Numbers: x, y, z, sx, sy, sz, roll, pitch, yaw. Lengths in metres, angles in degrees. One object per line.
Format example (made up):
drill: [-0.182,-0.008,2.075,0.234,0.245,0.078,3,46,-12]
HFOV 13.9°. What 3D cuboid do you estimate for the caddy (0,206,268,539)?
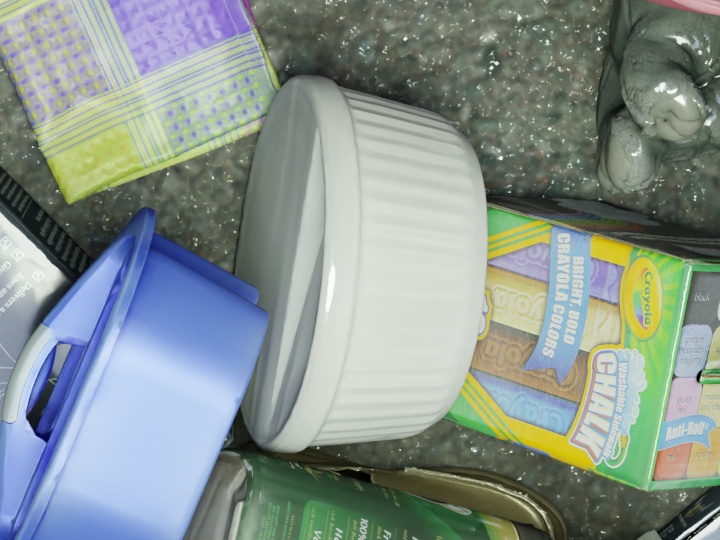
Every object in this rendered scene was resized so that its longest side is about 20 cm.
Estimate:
caddy: [-0.126,0.068,1.483,0.105,0.141,0.200,22,96,-9]

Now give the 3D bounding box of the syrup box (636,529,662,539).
syrup box: [0.105,0.238,1.607,0.200,0.081,0.079,-36,98,7]

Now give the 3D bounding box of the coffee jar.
coffee jar: [0.005,0.156,1.550,0.200,0.104,0.086,16,80,-22]

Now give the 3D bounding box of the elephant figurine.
elephant figurine: [0.232,-0.092,1.589,0.199,0.142,0.155,6,124,-2]

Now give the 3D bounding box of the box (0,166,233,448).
box: [-0.188,0.063,1.604,0.148,0.107,0.200,-43,97,4]

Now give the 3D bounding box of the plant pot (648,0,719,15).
plant pot: [0.156,-0.235,1.480,0.199,0.179,0.201,-5,104,-23]

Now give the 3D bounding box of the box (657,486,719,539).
box: [0.208,0.247,1.676,0.158,0.051,0.200,-39,98,4]

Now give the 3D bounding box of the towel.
towel: [-0.137,-0.151,1.615,0.143,0.023,0.200,-21,99,1]

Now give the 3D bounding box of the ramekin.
ramekin: [0.000,0.000,1.561,0.094,0.202,0.203,6,99,-15]

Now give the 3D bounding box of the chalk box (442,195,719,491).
chalk box: [0.156,0.043,1.555,0.124,0.200,0.124,2,103,-47]

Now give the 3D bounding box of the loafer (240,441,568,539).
loafer: [0.019,0.145,1.645,0.199,0.067,0.076,8,99,-3]
